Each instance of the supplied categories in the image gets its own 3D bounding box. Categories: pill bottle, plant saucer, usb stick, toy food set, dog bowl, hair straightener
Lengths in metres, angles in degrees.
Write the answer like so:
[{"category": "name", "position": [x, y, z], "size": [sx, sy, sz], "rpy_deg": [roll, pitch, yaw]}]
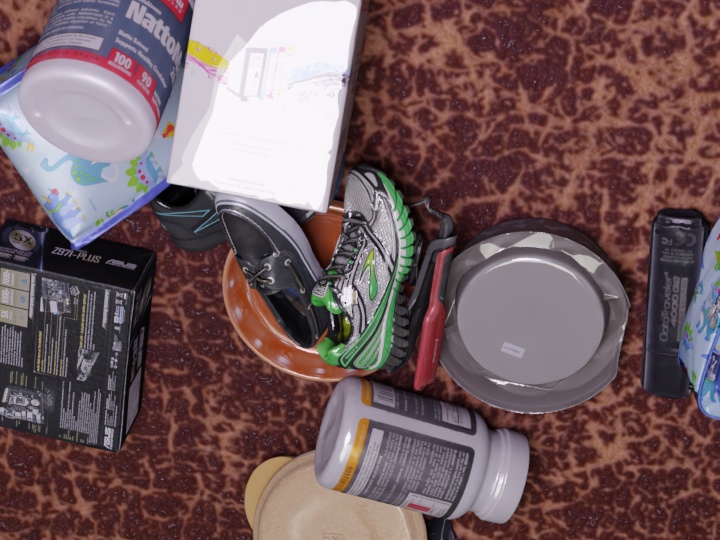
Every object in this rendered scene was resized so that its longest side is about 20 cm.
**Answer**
[{"category": "pill bottle", "position": [0.062, 0.185, 1.660], "size": [0.198, 0.117, 0.117], "rpy_deg": [17, 121, -11]}, {"category": "plant saucer", "position": [-0.038, 0.018, 1.643], "size": [0.198, 0.032, 0.202], "rpy_deg": [4, 118, 8]}, {"category": "usb stick", "position": [0.302, 0.035, 1.590], "size": [0.055, 0.033, 0.202], "rpy_deg": [6, 119, 15]}, {"category": "pill bottle", "position": [-0.206, -0.205, 1.413], "size": [0.119, 0.201, 0.120], "rpy_deg": [11, 148, 7]}, {"category": "toy food set", "position": [-0.024, 0.285, 1.741], "size": [0.198, 0.049, 0.200], "rpy_deg": [-13, 93, 16]}, {"category": "dog bowl", "position": [0.166, 0.040, 1.602], "size": [0.198, 0.059, 0.202], "rpy_deg": [5, 119, 9]}, {"category": "hair straightener", "position": [0.047, 0.015, 1.568], "size": [0.077, 0.041, 0.201], "rpy_deg": [27, 128, 30]}]

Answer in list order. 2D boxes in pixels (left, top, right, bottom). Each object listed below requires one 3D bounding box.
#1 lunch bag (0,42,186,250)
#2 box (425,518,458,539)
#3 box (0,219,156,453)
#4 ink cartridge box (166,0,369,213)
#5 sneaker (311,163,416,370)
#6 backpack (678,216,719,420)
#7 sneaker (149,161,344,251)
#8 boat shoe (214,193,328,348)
[{"category": "lunch bag", "position": [-0.237, -0.149, 1.538], "size": [0.199, 0.127, 0.171], "rpy_deg": [-35, 111, -6]}, {"category": "box", "position": [0.030, 0.366, 1.812], "size": [0.199, 0.044, 0.161], "rpy_deg": [-17, 114, 18]}, {"category": "box", "position": [-0.305, 0.068, 1.686], "size": [0.162, 0.086, 0.201], "rpy_deg": [11, 119, 4]}, {"category": "ink cartridge box", "position": [-0.077, -0.169, 1.450], "size": [0.143, 0.147, 0.202], "rpy_deg": [11, 99, 2]}, {"category": "sneaker", "position": [0.000, 0.000, 1.539], "size": [0.085, 0.078, 0.202], "rpy_deg": [-6, 104, -28]}, {"category": "backpack", "position": [0.400, 0.043, 1.506], "size": [0.181, 0.147, 0.202], "rpy_deg": [4, 112, -7]}, {"category": "sneaker", "position": [-0.110, -0.076, 1.569], "size": [0.199, 0.076, 0.079], "rpy_deg": [-20, 137, 19]}, {"category": "boat shoe", "position": [-0.079, -0.001, 1.549], "size": [0.068, 0.057, 0.200], "rpy_deg": [0, 143, 34]}]
